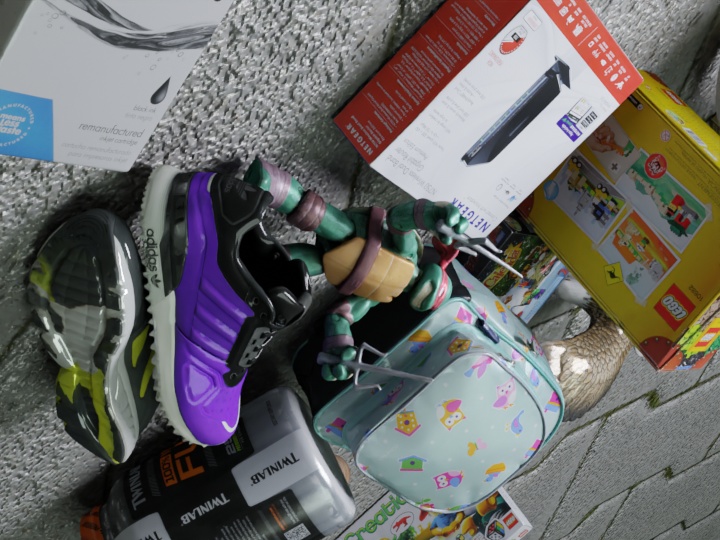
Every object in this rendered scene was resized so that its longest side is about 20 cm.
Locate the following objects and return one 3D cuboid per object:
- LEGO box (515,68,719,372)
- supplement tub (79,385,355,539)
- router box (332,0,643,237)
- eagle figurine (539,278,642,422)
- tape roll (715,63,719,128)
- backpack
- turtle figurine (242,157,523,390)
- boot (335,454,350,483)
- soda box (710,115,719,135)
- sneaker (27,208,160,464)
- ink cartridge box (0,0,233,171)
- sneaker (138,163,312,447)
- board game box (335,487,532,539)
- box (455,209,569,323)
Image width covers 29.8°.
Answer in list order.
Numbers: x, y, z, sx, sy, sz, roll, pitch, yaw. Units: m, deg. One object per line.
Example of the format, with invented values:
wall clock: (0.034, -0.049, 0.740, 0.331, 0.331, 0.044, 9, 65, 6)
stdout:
LEGO box: (0.238, -0.043, 1.086, 0.077, 0.201, 0.150, 1, 133, -49)
supplement tub: (-0.114, 0.189, 1.072, 0.198, 0.123, 0.123, -29, 151, 0)
router box: (0.098, -0.123, 0.970, 0.180, 0.049, 0.200, -45, 151, 10)
eagle figurine: (0.236, 0.046, 1.262, 0.149, 0.201, 0.154, -5, 115, 12)
tape roll: (0.418, -0.157, 1.133, 0.200, 0.139, 0.205, -15, 122, -26)
backpack: (0.070, 0.102, 1.098, 0.176, 0.154, 0.199, -44, 133, 12)
turtle figurine: (0.000, 0.000, 0.924, 0.198, 0.101, 0.151, 20, 108, -17)
boot: (-0.103, 0.241, 1.216, 0.201, 0.077, 0.155, -51, 151, 15)
soda box: (0.384, -0.089, 1.327, 0.064, 0.068, 0.201, -35, 151, -8)
sneaker: (-0.162, 0.032, 0.885, 0.085, 0.074, 0.202, -51, 157, -44)
ink cartridge box: (-0.122, -0.150, 0.658, 0.115, 0.068, 0.201, 3, 130, -51)
sneaker: (-0.079, 0.031, 0.859, 0.098, 0.070, 0.202, 3, 122, 10)
board game box: (0.068, 0.286, 1.428, 0.200, 0.127, 0.035, -43, 151, 7)
box: (0.103, 0.033, 1.206, 0.136, 0.038, 0.201, 3, 130, -51)
